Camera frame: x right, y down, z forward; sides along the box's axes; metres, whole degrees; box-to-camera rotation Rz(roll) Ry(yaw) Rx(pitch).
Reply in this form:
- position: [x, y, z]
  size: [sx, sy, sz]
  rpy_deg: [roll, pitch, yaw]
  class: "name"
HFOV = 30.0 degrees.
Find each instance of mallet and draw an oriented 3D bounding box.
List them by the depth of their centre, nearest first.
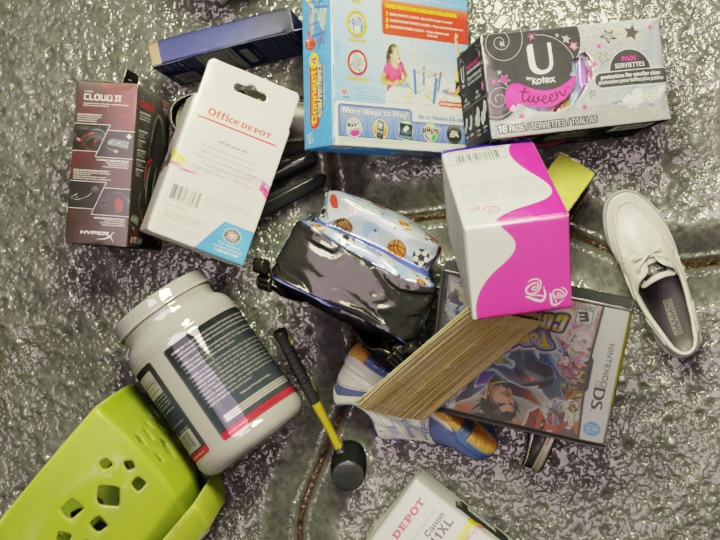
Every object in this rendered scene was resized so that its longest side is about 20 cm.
- position: [-0.047, 0.158, 1.505]
  size: [0.041, 0.066, 0.201]
  rpy_deg: [-25, 112, 7]
  class: "mallet"

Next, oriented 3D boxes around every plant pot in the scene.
- position: [-0.270, 0.268, 1.508]
  size: [0.181, 0.200, 0.199]
  rpy_deg: [40, 94, -1]
  class: "plant pot"

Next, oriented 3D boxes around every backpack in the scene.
- position: [0.000, 0.000, 1.476]
  size: [0.199, 0.191, 0.155]
  rpy_deg: [32, 87, 1]
  class: "backpack"

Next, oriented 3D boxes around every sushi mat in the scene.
- position: [0.090, 0.096, 1.394]
  size: [0.200, 0.095, 0.012]
  rpy_deg: [-43, 47, 33]
  class: "sushi mat"

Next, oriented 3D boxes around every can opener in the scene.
- position: [-0.134, -0.080, 1.559]
  size: [0.198, 0.079, 0.064]
  rpy_deg: [-17, 79, -2]
  class: "can opener"

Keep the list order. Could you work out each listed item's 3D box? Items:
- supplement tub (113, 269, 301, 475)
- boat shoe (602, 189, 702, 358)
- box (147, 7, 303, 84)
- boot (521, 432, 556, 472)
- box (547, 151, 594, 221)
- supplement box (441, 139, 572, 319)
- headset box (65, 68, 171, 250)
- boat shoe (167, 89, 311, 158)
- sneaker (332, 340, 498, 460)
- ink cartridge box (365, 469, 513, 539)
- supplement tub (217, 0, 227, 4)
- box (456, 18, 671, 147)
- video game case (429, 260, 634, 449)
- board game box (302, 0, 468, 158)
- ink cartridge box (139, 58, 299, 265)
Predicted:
- position: [-0.172, 0.115, 1.520]
  size: [0.140, 0.140, 0.201]
  rpy_deg: [-36, 85, 6]
  class: "supplement tub"
- position: [0.325, 0.003, 1.494]
  size: [0.071, 0.066, 0.202]
  rpy_deg: [-18, 87, 7]
  class: "boat shoe"
- position: [-0.130, -0.257, 1.530]
  size: [0.198, 0.121, 0.033]
  rpy_deg: [-12, 87, 7]
  class: "box"
- position: [0.165, 0.112, 1.509]
  size: [0.149, 0.073, 0.202]
  rpy_deg: [14, 87, 6]
  class: "boot"
- position: [0.181, -0.031, 1.478]
  size: [0.050, 0.075, 0.200]
  rpy_deg: [34, 75, 13]
  class: "box"
- position: [0.142, -0.045, 1.337]
  size: [0.100, 0.200, 0.104]
  rpy_deg: [-7, 114, 0]
  class: "supplement box"
- position: [-0.273, -0.126, 1.533]
  size: [0.074, 0.149, 0.202]
  rpy_deg: [4, 89, 6]
  class: "headset box"
- position: [-0.123, -0.171, 1.559]
  size: [0.199, 0.063, 0.074]
  rpy_deg: [3, 88, 6]
  class: "boat shoe"
- position: [0.061, 0.163, 1.534]
  size: [0.199, 0.075, 0.088]
  rpy_deg: [34, 114, 6]
  class: "sneaker"
- position: [0.100, 0.344, 1.510]
  size: [0.199, 0.083, 0.146]
  rpy_deg: [37, 94, 6]
  class: "ink cartridge box"
- position: [-0.118, -0.411, 1.518]
  size: [0.200, 0.145, 0.145]
  rpy_deg: [-38, 85, 5]
  class: "supplement tub"
- position: [0.216, -0.200, 1.456]
  size: [0.198, 0.132, 0.116]
  rpy_deg: [-8, 89, -8]
  class: "box"
- position: [0.174, 0.090, 1.414]
  size: [0.198, 0.026, 0.182]
  rpy_deg: [12, 123, 11]
  class: "video game case"
- position: [0.030, -0.228, 1.480]
  size: [0.056, 0.199, 0.198]
  rpy_deg: [-3, 88, 52]
  class: "board game box"
- position: [-0.155, -0.119, 1.489]
  size: [0.114, 0.068, 0.202]
  rpy_deg: [21, 85, -16]
  class: "ink cartridge box"
